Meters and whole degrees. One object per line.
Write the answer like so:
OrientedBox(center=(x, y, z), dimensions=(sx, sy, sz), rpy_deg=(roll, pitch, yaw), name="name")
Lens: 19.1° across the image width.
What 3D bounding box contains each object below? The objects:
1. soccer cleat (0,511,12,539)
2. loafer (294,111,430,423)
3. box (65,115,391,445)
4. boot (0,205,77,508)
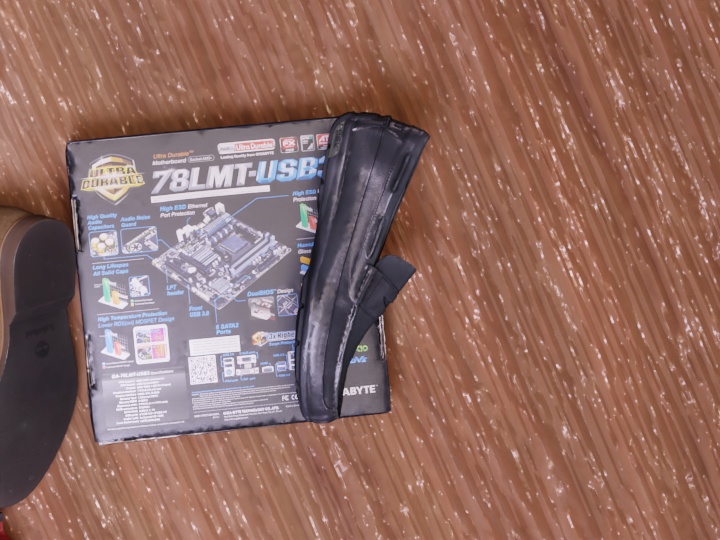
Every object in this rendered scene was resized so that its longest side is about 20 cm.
OrientedBox(center=(-0.321, 0.187, 1.387), dimensions=(0.199, 0.069, 0.085), rpy_deg=(10, 106, -4), name="soccer cleat")
OrientedBox(center=(0.000, 0.000, 1.360), dimensions=(0.070, 0.068, 0.201), rpy_deg=(10, 88, 1), name="loafer")
OrientedBox(center=(-0.086, 0.005, 1.408), dimensions=(0.199, 0.050, 0.199), rpy_deg=(-6, 92, -7), name="box")
OrientedBox(center=(-0.233, 0.054, 1.397), dimensions=(0.075, 0.074, 0.201), rpy_deg=(18, 108, 36), name="boot")
